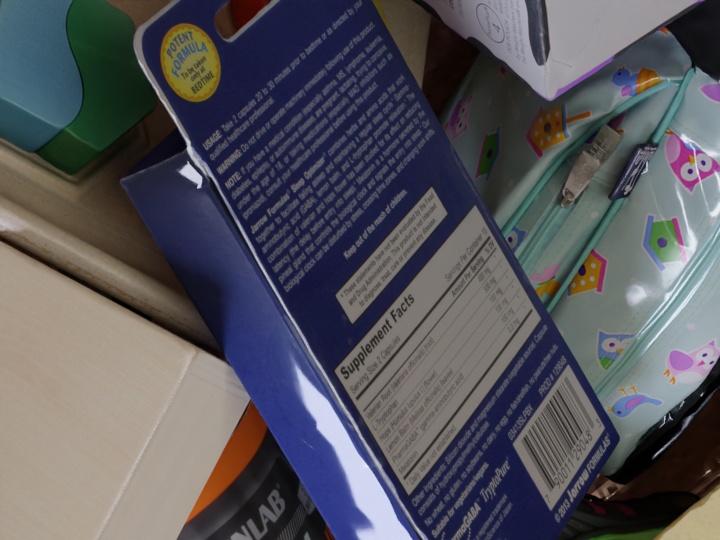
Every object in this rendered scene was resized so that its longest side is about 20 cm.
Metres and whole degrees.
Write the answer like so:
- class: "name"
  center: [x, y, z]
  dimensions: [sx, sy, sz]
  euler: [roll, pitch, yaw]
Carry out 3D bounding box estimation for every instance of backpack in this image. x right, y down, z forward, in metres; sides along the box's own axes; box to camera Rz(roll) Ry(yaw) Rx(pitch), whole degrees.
- class: "backpack"
  center: [0.092, -0.034, 0.935]
  dimensions: [0.126, 0.167, 0.200]
  euler: [29, 117, -10]

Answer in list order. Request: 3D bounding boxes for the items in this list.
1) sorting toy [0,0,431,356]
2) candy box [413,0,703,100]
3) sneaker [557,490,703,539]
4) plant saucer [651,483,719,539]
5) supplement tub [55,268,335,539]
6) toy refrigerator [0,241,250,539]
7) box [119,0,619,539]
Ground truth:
- class: "sorting toy"
  center: [-0.054, -0.067, 0.866]
  dimensions: [0.185, 0.036, 0.201]
  euler: [29, 44, -26]
- class: "candy box"
  center: [0.054, -0.164, 0.874]
  dimensions: [0.167, 0.200, 0.072]
  euler: [-33, 140, -21]
- class: "sneaker"
  center: [0.063, 0.090, 0.959]
  dimensions: [0.077, 0.084, 0.200]
  euler: [-49, 157, 17]
- class: "plant saucer"
  center: [0.172, 0.096, 0.979]
  dimensions: [0.200, 0.200, 0.048]
  euler: [-37, 67, -13]
- class: "supplement tub"
  center: [-0.060, 0.097, 0.910]
  dimensions: [0.107, 0.107, 0.200]
  euler: [-37, 111, -17]
- class: "toy refrigerator"
  center: [-0.137, 0.016, 0.820]
  dimensions: [0.199, 0.070, 0.076]
  euler: [27, 87, 18]
- class: "box"
  center: [0.000, 0.000, 0.823]
  dimensions: [0.201, 0.032, 0.121]
  euler: [61, 34, -13]
